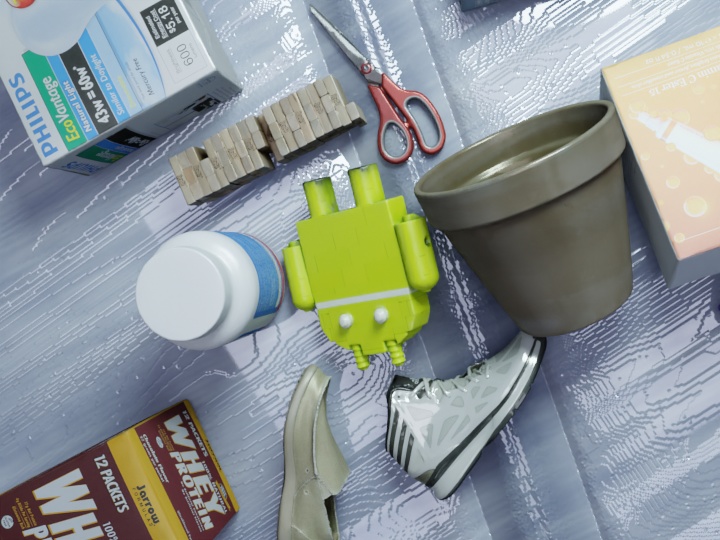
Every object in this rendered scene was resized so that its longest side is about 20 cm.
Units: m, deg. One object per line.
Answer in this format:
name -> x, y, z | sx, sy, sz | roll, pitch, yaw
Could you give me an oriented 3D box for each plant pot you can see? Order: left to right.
plant pot -> 0.175, -0.041, 0.914 | 0.199, 0.200, 0.175 | -25, 104, 7

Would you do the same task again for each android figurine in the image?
android figurine -> 0.000, 0.000, 0.965 | 0.181, 0.041, 0.202 | -8, 95, 38

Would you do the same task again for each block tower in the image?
block tower -> -0.095, -0.134, 0.992 | 0.199, 0.054, 0.058 | -24, 89, 10

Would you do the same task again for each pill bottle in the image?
pill bottle -> -0.144, 0.017, 0.932 | 0.111, 0.200, 0.113 | 0, 91, 6

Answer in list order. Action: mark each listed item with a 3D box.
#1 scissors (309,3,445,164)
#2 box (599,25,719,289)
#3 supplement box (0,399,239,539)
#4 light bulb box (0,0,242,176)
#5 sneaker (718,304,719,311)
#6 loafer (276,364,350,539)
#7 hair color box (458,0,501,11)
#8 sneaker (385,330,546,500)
scissors -> 0.020, -0.204, 1.004 | 0.073, 0.014, 0.201 | -27, 87, 9
box -> 0.314, -0.104, 0.899 | 0.123, 0.098, 0.202 | -19, 71, 7
supplement box -> -0.253, 0.243, 0.952 | 0.199, 0.197, 0.134 | -27, 88, 6
light bulb box -> -0.258, -0.231, 0.978 | 0.199, 0.125, 0.199 | -28, 88, 6
sneaker -> 0.399, 0.054, 0.943 | 0.083, 0.081, 0.202 | -13, 80, 20
loafer -> -0.044, 0.196, 0.992 | 0.068, 0.076, 0.202 | 6, 101, 5
hair color box -> 0.185, -0.338, 0.956 | 0.198, 0.061, 0.100 | -14, 89, 6
sneaker -> 0.094, 0.121, 0.969 | 0.115, 0.076, 0.201 | 35, 97, 3
